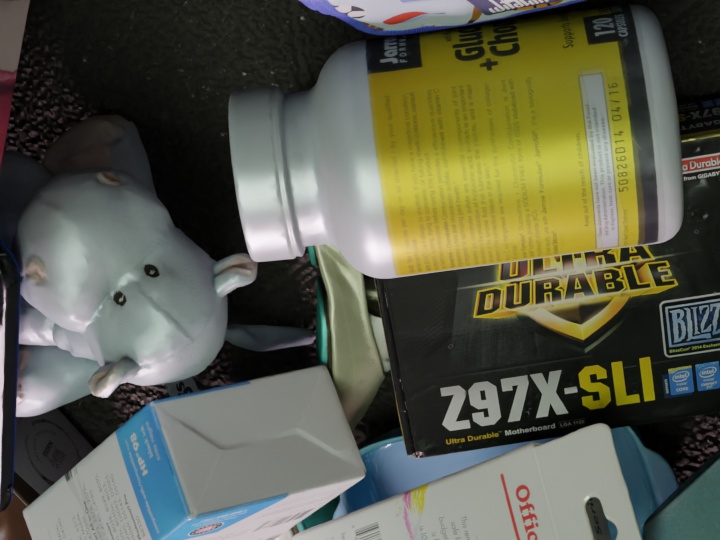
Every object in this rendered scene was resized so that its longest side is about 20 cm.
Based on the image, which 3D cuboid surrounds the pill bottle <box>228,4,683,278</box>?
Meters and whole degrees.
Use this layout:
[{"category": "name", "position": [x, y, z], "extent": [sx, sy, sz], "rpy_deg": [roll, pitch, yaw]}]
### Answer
[{"category": "pill bottle", "position": [0.044, -0.056, 1.041], "extent": [0.200, 0.112, 0.112], "rpy_deg": [-7, 117, 3]}]

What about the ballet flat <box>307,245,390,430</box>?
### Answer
[{"category": "ballet flat", "position": [0.000, 0.000, 1.194], "extent": [0.069, 0.069, 0.200], "rpy_deg": [0, 118, 15]}]

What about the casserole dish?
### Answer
[{"category": "casserole dish", "position": [0.082, 0.127, 1.254], "extent": [0.200, 0.039, 0.121], "rpy_deg": [-13, 114, 20]}]

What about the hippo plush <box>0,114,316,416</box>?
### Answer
[{"category": "hippo plush", "position": [-0.134, 0.023, 1.155], "extent": [0.159, 0.161, 0.200], "rpy_deg": [-40, 102, -2]}]

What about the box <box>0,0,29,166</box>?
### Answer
[{"category": "box", "position": [-0.231, -0.039, 1.007], "extent": [0.128, 0.109, 0.200], "rpy_deg": [10, 98, -3]}]

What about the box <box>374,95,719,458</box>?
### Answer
[{"category": "box", "position": [0.108, 0.005, 1.148], "extent": [0.200, 0.049, 0.160], "rpy_deg": [-9, 119, 3]}]

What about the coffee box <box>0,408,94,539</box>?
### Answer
[{"category": "coffee box", "position": [-0.243, 0.104, 1.302], "extent": [0.114, 0.080, 0.200], "rpy_deg": [-33, 106, 29]}]

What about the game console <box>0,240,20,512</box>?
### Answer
[{"category": "game console", "position": [-0.272, 0.047, 1.135], "extent": [0.171, 0.118, 0.200], "rpy_deg": [32, 138, 21]}]

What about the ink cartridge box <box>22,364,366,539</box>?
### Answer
[{"category": "ink cartridge box", "position": [-0.101, 0.127, 1.212], "extent": [0.200, 0.116, 0.067], "rpy_deg": [-39, 68, 48]}]

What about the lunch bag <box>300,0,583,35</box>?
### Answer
[{"category": "lunch bag", "position": [0.068, -0.177, 0.995], "extent": [0.170, 0.200, 0.124], "rpy_deg": [-8, 116, 18]}]

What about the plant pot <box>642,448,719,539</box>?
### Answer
[{"category": "plant pot", "position": [0.223, 0.149, 1.152], "extent": [0.135, 0.200, 0.200], "rpy_deg": [47, 121, 7]}]

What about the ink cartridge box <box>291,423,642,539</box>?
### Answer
[{"category": "ink cartridge box", "position": [0.071, 0.165, 1.183], "extent": [0.200, 0.067, 0.117], "rpy_deg": [-24, 69, 27]}]

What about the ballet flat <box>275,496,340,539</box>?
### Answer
[{"category": "ballet flat", "position": [-0.031, 0.177, 1.304], "extent": [0.069, 0.069, 0.200], "rpy_deg": [-11, 111, 20]}]
